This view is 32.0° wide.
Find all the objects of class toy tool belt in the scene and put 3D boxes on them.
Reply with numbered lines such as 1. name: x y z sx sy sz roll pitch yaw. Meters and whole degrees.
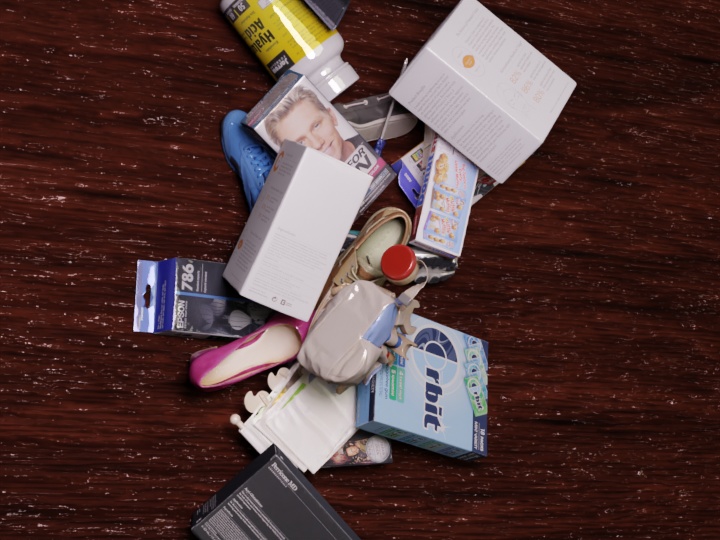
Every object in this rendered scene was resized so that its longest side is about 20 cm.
1. toy tool belt: 0.015 0.066 1.592 0.125 0.123 0.200 36 87 26

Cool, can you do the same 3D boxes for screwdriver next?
1. screwdriver: 0.037 -0.198 1.751 0.028 0.029 0.200 2 117 -44

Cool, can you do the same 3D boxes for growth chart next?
1. growth chart: -0.063 0.182 1.639 0.200 0.018 0.145 -37 94 -27

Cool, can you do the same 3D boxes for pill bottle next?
1. pill bottle: -0.093 -0.320 1.730 0.111 0.111 0.200 -42 96 -27

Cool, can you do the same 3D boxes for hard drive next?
1. hard drive: -0.064 -0.417 1.728 0.135 0.042 0.200 45 21 -24

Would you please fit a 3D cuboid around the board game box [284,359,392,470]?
1. board game box: -0.032 0.164 1.688 0.135 0.035 0.200 0 78 -25

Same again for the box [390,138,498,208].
1. box: 0.137 -0.151 1.840 0.200 0.041 0.119 -38 95 -25

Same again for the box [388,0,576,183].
1. box: 0.167 -0.248 1.706 0.200 0.106 0.152 39 48 -4

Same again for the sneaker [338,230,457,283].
1. sneaker: 0.038 -0.030 1.758 0.200 0.078 0.080 8 45 -19

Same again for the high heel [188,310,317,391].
1. high heel: -0.121 0.102 1.587 0.200 0.096 0.067 -13 105 -9

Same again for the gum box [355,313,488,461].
1. gum box: 0.087 0.153 1.704 0.200 0.045 0.170 21 59 -32

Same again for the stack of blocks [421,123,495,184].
1. stack of blocks: 0.158 -0.237 1.815 0.115 0.059 0.200 12 73 -21

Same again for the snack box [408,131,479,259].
1. snack box: 0.122 -0.120 1.725 0.072 0.024 0.200 20 72 -21

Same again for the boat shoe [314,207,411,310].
1. boat shoe: 0.000 0.000 1.657 0.076 0.074 0.200 32 86 -6

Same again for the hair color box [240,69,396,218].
1. hair color box: -0.055 -0.163 1.681 0.100 0.061 0.200 -48 118 -4

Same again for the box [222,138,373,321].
1. box: -0.082 -0.054 1.587 0.097 0.124 0.200 24 93 -19

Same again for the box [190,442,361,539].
1. box: -0.093 0.340 1.568 0.141 0.079 0.200 -40 97 0

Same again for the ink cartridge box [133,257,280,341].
1. ink cartridge box: -0.194 0.040 1.640 0.200 0.039 0.100 6 76 -23

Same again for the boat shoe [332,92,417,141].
1. boat shoe: -0.013 -0.212 1.776 0.200 0.067 0.057 -12 60 -31

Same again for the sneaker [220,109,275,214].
1. sneaker: -0.130 -0.130 1.689 0.066 0.078 0.200 -16 83 -25
